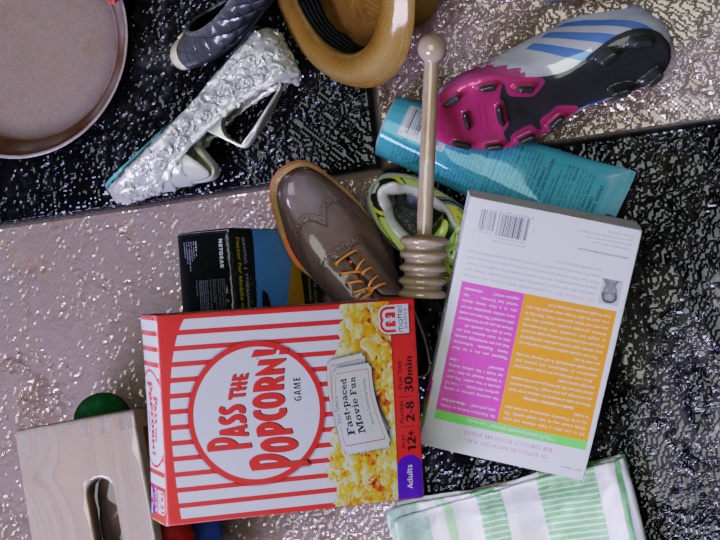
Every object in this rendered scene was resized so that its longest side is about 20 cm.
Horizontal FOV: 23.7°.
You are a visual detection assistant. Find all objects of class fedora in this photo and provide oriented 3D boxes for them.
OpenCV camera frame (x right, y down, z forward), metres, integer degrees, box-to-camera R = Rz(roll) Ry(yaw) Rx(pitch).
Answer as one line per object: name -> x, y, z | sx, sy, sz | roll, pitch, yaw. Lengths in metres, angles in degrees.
fedora -> 0.005, -0.245, 1.353 | 0.201, 0.082, 0.201 | 29, 127, 47

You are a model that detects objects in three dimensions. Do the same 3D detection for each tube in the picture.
tube -> 0.111, -0.080, 1.366 | 0.200, 0.050, 0.078 | 23, 100, 8

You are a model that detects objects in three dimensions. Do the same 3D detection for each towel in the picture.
towel -> 0.132, 0.239, 1.367 | 0.200, 0.023, 0.153 | -15, 87, 12

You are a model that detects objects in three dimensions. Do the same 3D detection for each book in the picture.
book -> 0.127, 0.049, 1.315 | 0.133, 0.048, 0.200 | 11, 104, -2

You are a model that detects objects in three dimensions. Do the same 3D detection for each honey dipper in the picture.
honey dipper -> 0.052, -0.079, 1.302 | 0.038, 0.038, 0.200 | 3, 92, 13

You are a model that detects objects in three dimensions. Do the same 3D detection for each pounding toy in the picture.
pounding toy -> -0.174, 0.166, 1.356 | 0.142, 0.184, 0.200 | -11, 87, 12

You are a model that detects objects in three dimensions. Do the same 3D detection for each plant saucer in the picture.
plant saucer -> -0.287, -0.194, 1.463 | 0.200, 0.034, 0.201 | 0, 90, 12

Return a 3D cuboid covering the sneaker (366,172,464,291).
sneaker -> 0.083, -0.006, 1.354 | 0.200, 0.076, 0.075 | 33, 95, 10

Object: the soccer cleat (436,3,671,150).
soccer cleat -> 0.145, -0.152, 1.342 | 0.200, 0.086, 0.070 | -18, 122, 6

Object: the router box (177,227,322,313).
router box -> -0.080, 0.068, 1.351 | 0.051, 0.149, 0.200 | -4, 89, 26

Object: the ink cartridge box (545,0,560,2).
ink cartridge box -> 0.239, -0.268, 1.338 | 0.200, 0.044, 0.094 | -3, 87, 13

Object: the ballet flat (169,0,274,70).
ballet flat -> -0.100, -0.222, 1.369 | 0.057, 0.067, 0.200 | 38, 138, -15

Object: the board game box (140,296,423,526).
board game box -> -0.056, 0.101, 1.260 | 0.200, 0.046, 0.152 | -4, 92, -20

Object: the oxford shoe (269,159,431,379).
oxford shoe -> 0.000, 0.000, 1.339 | 0.071, 0.073, 0.200 | -38, 108, -9

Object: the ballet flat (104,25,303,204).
ballet flat -> -0.125, -0.114, 1.407 | 0.200, 0.072, 0.072 | -45, 80, 10

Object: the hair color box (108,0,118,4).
hair color box -> -0.248, -0.326, 1.422 | 0.200, 0.064, 0.111 | 35, 72, 12
